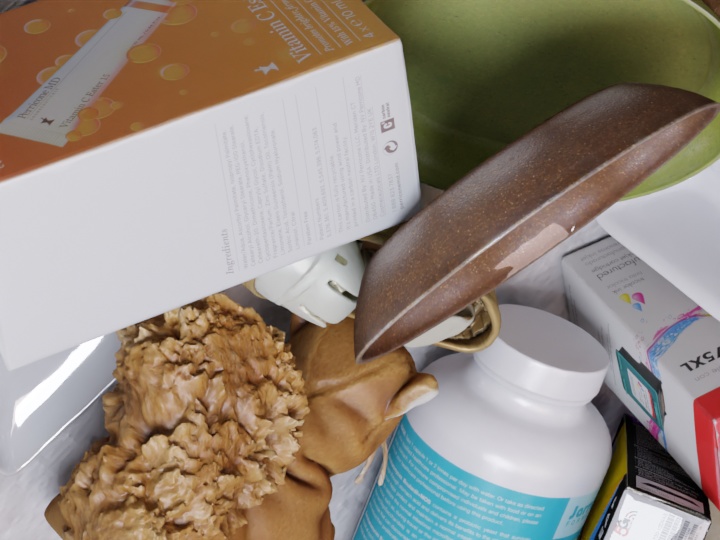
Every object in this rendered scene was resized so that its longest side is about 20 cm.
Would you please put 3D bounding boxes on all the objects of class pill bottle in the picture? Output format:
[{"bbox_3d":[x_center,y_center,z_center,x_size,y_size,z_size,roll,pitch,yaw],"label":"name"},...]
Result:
[{"bbox_3d":[0.062,0.120,1.526,0.111,0.111,0.200,6,118,-32],"label":"pill bottle"}]

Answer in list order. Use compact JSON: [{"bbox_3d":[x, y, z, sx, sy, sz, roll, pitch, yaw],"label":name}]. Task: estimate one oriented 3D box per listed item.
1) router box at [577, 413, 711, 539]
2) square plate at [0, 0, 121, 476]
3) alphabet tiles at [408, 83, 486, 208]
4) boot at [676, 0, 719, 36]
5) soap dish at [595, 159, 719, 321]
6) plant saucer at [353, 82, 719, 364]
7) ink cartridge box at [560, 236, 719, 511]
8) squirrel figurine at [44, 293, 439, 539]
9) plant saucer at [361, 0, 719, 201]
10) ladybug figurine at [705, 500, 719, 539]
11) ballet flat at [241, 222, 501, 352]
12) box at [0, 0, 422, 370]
[{"bbox_3d":[0.122,0.189,1.529,0.051,0.149,0.200,22,102,0],"label":"router box"},{"bbox_3d":[-0.155,-0.023,1.363,0.198,0.028,0.200,-43,131,1],"label":"square plate"},{"bbox_3d":[0.035,-0.085,1.426,0.196,0.015,0.200,-22,129,-8],"label":"alphabet tiles"},{"bbox_3d":[0.134,-0.177,1.351,0.075,0.074,0.200,-48,121,-8],"label":"boot"},{"bbox_3d":[0.203,-0.077,1.449,0.081,0.157,0.200,-8,124,-36],"label":"soap dish"},{"bbox_3d":[0.071,-0.029,1.316,0.200,0.037,0.200,-35,174,-4],"label":"plant saucer"},{"bbox_3d":[0.202,0.047,1.498,0.116,0.200,0.067,-23,130,-15],"label":"ink cartridge box"},{"bbox_3d":[-0.053,0.088,1.406,0.187,0.142,0.200,-43,154,-7],"label":"squirrel figurine"},{"bbox_3d":[0.083,-0.095,1.359,0.200,0.031,0.200,4,149,2],"label":"plant saucer"},{"bbox_3d":[0.277,0.115,1.585,0.200,0.072,0.136,-18,127,-19],"label":"ladybug figurine"},{"bbox_3d":[0.000,0.000,1.388,0.200,0.063,0.069,12,138,-46],"label":"ballet flat"},{"bbox_3d":[-0.092,-0.058,1.274,0.200,0.124,0.098,-21,130,-17],"label":"box"}]
